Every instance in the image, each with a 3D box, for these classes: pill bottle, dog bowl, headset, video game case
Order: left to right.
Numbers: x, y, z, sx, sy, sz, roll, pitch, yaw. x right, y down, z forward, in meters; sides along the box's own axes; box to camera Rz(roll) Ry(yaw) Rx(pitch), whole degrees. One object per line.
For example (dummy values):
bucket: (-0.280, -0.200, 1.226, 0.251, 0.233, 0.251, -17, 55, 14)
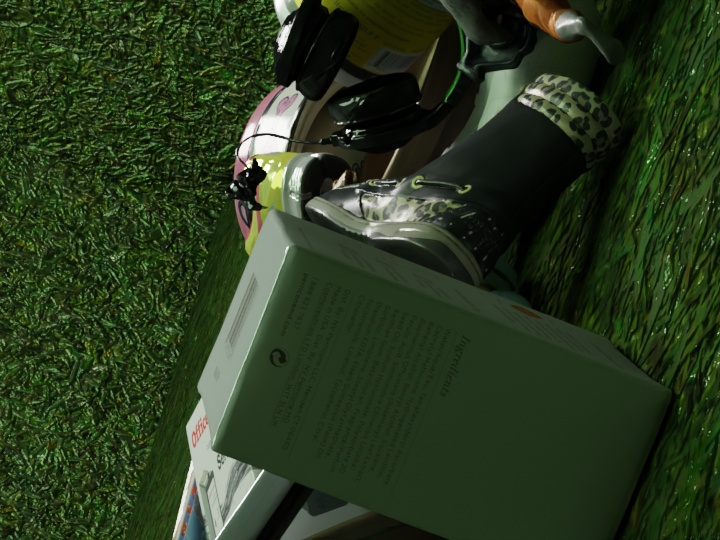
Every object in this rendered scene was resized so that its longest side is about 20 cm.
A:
video game case: (-0.037, 0.119, 1.458, 0.200, 0.023, 0.182, -55, -6, -19)
dog bowl: (-0.019, -0.070, 1.860, 0.074, 0.200, 0.200, 5, 70, 41)
headset: (-0.012, -0.121, 1.560, 0.200, 0.124, 0.094, -42, 6, 20)
pill bottle: (0.040, -0.224, 1.610, 0.200, 0.111, 0.111, -43, 21, 31)

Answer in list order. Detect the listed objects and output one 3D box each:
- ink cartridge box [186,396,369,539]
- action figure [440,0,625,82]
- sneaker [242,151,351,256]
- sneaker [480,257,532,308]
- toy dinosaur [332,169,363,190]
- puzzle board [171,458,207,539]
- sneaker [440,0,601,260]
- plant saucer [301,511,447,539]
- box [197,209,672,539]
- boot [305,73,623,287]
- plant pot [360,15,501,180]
ink cartridge box: (-0.053, 0.168, 1.639, 0.146, 0.084, 0.200, 122, 139, -58)
action figure: (0.111, -0.219, 1.457, 0.193, 0.105, 0.200, 13, 82, 45)
sneaker: (-0.043, -0.005, 1.746, 0.078, 0.090, 0.200, -31, -54, -41)
sneaker: (0.068, 0.024, 1.470, 0.200, 0.079, 0.131, 127, 161, -62)
toy dinosaur: (0.000, 0.000, 1.616, 0.102, 0.200, 0.136, -37, 59, 9)
puzzle board: (-0.079, 0.215, 1.777, 0.151, 0.017, 0.200, -80, -32, -48)
sneaker: (0.111, -0.088, 1.545, 0.081, 0.076, 0.200, -114, 41, -53)
plant saucer: (-0.023, 0.190, 1.428, 0.030, 0.200, 0.200, 65, 157, 14)
box: (0.032, 0.060, 1.171, 0.152, 0.200, 0.107, -126, 58, -81)
boot: (0.062, -0.053, 1.451, 0.154, 0.074, 0.204, -43, 22, -13)
plant pot: (0.074, -0.122, 1.745, 0.201, 0.093, 0.201, -160, 90, -83)
